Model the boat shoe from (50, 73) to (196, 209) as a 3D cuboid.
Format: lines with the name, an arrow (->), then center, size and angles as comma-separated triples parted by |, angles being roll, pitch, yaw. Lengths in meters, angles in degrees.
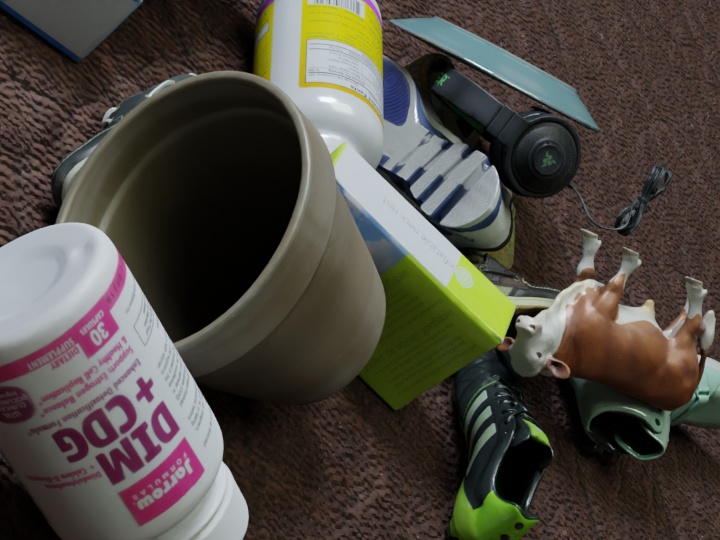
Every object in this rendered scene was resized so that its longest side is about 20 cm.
boat shoe -> -0.152, -0.088, 1.200 | 0.067, 0.073, 0.200 | 22, 36, 25

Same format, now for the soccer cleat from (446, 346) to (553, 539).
soccer cleat -> 0.110, 0.125, 1.281 | 0.067, 0.081, 0.201 | 32, 41, -25

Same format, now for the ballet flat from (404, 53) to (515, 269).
ballet flat -> 0.091, -0.097, 1.458 | 0.070, 0.071, 0.202 | -8, 67, -50

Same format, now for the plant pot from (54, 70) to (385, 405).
plant pot -> -0.073, 0.000, 1.110 | 0.173, 0.198, 0.202 | 40, 34, -49

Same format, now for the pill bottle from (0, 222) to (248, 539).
pill bottle -> -0.146, 0.084, 0.960 | 0.201, 0.112, 0.114 | 63, 29, -30

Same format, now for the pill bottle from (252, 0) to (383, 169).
pill bottle -> -0.033, -0.129, 1.315 | 0.104, 0.104, 0.202 | 28, 43, -29

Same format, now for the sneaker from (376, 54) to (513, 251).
sneaker -> 0.060, -0.076, 1.392 | 0.200, 0.080, 0.115 | 50, 0, 37

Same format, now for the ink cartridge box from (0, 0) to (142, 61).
ink cartridge box -> -0.219, -0.276, 1.246 | 0.145, 0.084, 0.201 | 35, 39, -24

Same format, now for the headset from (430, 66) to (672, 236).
headset -> 0.148, -0.103, 1.364 | 0.199, 0.094, 0.124 | 39, 3, -1

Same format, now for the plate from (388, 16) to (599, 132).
plate -> 0.116, -0.170, 1.421 | 0.199, 0.026, 0.200 | 28, 7, -3

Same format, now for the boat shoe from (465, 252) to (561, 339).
boat shoe -> 0.097, 0.017, 1.364 | 0.199, 0.073, 0.066 | 4, 62, -46

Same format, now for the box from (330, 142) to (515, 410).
box -> 0.000, 0.000, 1.229 | 0.200, 0.122, 0.048 | 44, 40, -13

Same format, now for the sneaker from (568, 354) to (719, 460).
sneaker -> 0.256, 0.126, 1.447 | 0.199, 0.074, 0.119 | 20, 40, -24

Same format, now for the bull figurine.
bull figurine -> 0.199, 0.044, 1.345 | 0.199, 0.123, 0.065 | 21, 4, -33
